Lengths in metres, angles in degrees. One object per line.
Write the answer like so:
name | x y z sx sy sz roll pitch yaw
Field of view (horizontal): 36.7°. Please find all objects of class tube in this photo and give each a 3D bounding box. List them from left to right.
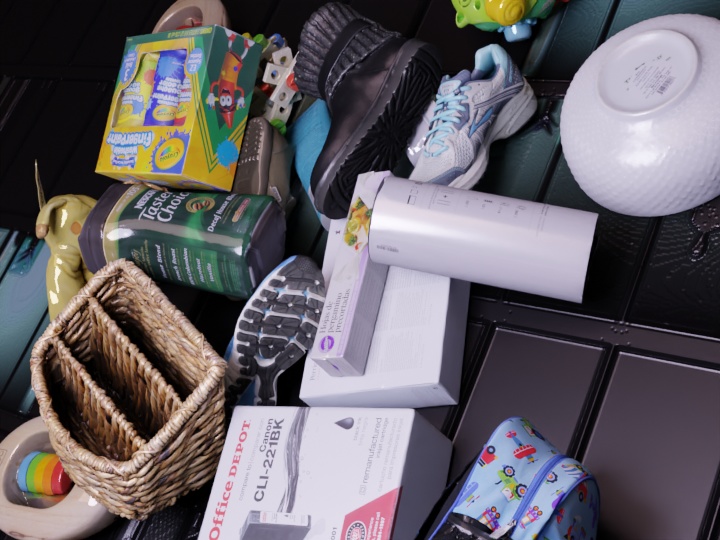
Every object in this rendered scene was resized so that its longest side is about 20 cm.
tube | -0.045 -0.121 1.206 0.077 0.050 0.201 -36 42 12

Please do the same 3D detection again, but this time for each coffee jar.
coffee jar | -0.181 -0.033 1.102 0.196 0.086 0.105 6 41 17

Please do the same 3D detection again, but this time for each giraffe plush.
giraffe plush | -0.280 -0.038 1.253 0.159 0.203 0.174 -5 36 -9

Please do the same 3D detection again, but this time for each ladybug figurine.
ladybug figurine | -0.310 0.219 1.129 0.197 0.072 0.138 3 62 35
ladybug figurine | -0.216 -0.270 1.403 0.134 0.072 0.203 -16 53 26

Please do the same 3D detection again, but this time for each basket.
basket | -0.229 0.112 1.027 0.141 0.151 0.200 -26 50 -29

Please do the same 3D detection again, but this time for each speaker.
speaker | 0.110 -0.029 0.965 0.196 0.082 0.082 11 65 13

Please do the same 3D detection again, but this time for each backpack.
backpack | 0.116 0.221 0.784 0.133 0.184 0.201 18 60 32

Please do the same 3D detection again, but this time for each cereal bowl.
cereal bowl | 0.270 -0.156 0.987 0.197 0.083 0.203 -18 51 23

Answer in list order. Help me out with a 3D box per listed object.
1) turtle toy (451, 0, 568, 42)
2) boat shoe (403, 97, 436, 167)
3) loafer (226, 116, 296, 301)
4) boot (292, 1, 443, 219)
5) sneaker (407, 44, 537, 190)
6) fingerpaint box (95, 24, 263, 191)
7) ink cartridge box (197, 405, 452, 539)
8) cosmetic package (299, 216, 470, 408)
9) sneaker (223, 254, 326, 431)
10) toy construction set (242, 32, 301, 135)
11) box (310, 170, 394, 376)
turtle toy | 0.178 -0.323 1.148 0.200 0.101 0.146 -42 48 2
boat shoe | 0.035 -0.182 1.182 0.068 0.072 0.201 -38 56 5
loafer | -0.108 -0.064 1.191 0.075 0.067 0.204 1 79 51
boot | -0.023 -0.167 1.125 0.157 0.079 0.213 28 81 35
sneaker | 0.093 -0.145 1.066 0.077 0.087 0.201 3 45 46
fingerpaint box | -0.212 -0.182 1.240 0.198 0.073 0.170 9 84 49
ink cartridge box | -0.033 0.201 0.953 0.197 0.084 0.147 -4 59 33
cosmetic package | 0.029 0.034 1.046 0.148 0.052 0.203 -8 57 28
sneaker | -0.098 0.061 1.060 0.202 0.077 0.091 -60 24 27
toy construction set | -0.110 -0.213 1.274 0.131 0.092 0.200 -43 26 -2
box | 0.000 0.000 1.027 0.038 0.041 0.203 -4 59 33
